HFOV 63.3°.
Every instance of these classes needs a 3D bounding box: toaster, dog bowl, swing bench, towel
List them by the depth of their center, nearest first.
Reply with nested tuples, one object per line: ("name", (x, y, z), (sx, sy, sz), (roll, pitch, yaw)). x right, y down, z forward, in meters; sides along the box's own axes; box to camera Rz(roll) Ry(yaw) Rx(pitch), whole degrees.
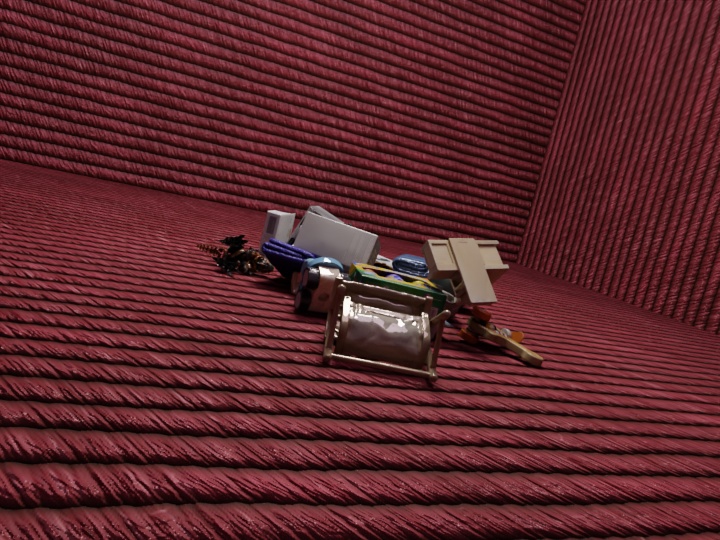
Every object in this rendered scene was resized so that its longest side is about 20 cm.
("swing bench", (0.039, 0.099, 1.054), (0.197, 0.131, 0.200), (12, 3, -4))
("towel", (-0.160, -0.017, 1.496), (0.146, 0.050, 0.200), (15, -16, 13))
("dog bowl", (0.176, 0.068, 1.552), (0.199, 0.059, 0.200), (20, -4, 1))
("towel", (0.151, -0.011, 1.672), (0.111, 0.049, 0.200), (14, 8, 9))
("toaster", (-0.137, -0.094, 1.770), (0.118, 0.181, 0.200), (37, 11, 4))

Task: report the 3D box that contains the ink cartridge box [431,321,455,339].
("ink cartridge box", (0.088, 0.106, 1.357), (0.198, 0.041, 0.199), (11, 9, -24))

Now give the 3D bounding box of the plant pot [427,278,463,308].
("plant pot", (0.287, 0.031, 1.744), (0.134, 0.201, 0.200), (42, 13, 7))

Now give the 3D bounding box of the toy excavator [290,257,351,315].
("toy excavator", (-0.106, 0.024, 1.334), (0.099, 0.195, 0.201), (10, 37, -20))

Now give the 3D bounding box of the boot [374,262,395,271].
("boot", (0.000, 0.001, 1.642), (0.200, 0.071, 0.144), (18, -22, -16))

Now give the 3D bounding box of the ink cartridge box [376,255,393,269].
("ink cartridge box", (0.026, -0.038, 1.782), (0.199, 0.044, 0.174), (22, 14, 0))

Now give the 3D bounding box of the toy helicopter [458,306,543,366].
("toy helicopter", (0.334, 0.163, 1.343), (0.199, 0.079, 0.132), (33, 10, 36))

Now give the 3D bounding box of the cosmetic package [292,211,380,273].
("cosmetic package", (-0.060, -0.061, 1.479), (0.199, 0.108, 0.090), (21, -14, 14))

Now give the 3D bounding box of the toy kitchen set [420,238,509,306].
("toy kitchen set", (0.226, 0.043, 1.364), (0.198, 0.164, 0.181), (0, -31, -26))

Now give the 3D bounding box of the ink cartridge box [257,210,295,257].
("ink cartridge box", (-0.252, -0.098, 1.750), (0.047, 0.161, 0.200), (15, 8, 4))

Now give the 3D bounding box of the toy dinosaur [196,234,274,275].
("toy dinosaur", (-0.328, -0.030, 1.524), (0.198, 0.103, 0.136), (-5, -6, -2))

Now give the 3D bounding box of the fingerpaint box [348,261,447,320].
("fingerpaint box", (0.076, 0.047, 1.329), (0.198, 0.074, 0.167), (14, 9, -10))
